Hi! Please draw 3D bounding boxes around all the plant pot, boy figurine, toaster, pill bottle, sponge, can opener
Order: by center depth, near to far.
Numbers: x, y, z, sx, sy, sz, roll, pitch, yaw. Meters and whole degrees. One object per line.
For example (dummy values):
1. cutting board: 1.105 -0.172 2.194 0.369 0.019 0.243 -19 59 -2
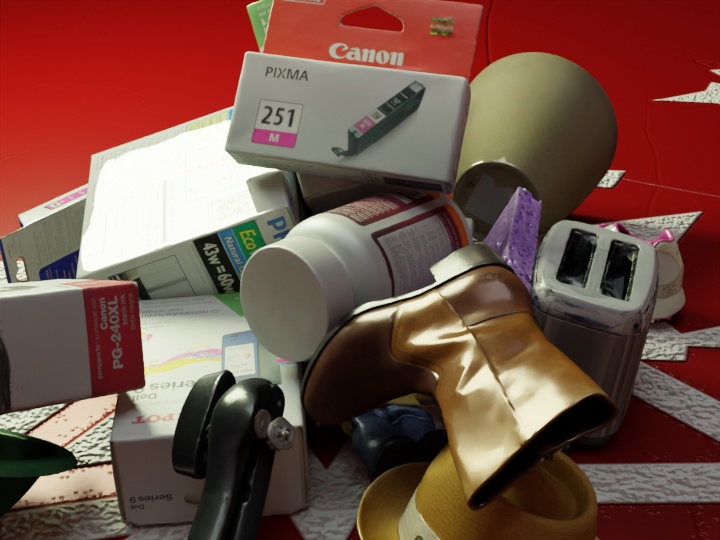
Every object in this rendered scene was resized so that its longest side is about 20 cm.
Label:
1. can opener: -0.090 0.163 0.696 0.078 0.063 0.202 -16 55 37
2. pill bottle: 0.000 0.000 0.854 0.109 0.111 0.199 18 26 33
3. boy figurine: 0.015 0.101 0.860 0.123 0.065 0.200 -2 32 -18
4. toaster: 0.182 0.048 0.864 0.113 0.130 0.200 16 32 13
5. sponge: 0.107 0.017 0.874 0.030 0.112 0.200 31 30 -4
6. plant pot: 0.167 -0.111 1.111 0.185 0.189 0.200 8 31 19

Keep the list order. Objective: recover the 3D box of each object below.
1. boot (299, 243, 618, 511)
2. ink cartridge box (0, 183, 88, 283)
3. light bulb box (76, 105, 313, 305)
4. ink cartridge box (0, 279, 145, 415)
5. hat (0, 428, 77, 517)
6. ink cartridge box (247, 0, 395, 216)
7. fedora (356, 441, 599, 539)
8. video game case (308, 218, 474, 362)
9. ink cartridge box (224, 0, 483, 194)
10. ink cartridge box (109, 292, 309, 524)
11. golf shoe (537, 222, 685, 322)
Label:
1. boot: 0.053 0.090 0.687 0.187 0.069 0.201 -30 33 4
2. ink cartridge box: -0.299 -0.033 1.099 0.037 0.096 0.200 16 34 31
3. light bulb box: -0.147 -0.041 0.988 0.198 0.125 0.199 -18 41 6
4. ink cartridge box: -0.279 0.056 0.753 0.199 0.084 0.145 -6 4 -39
5. hat: -0.319 0.206 0.746 0.198 0.178 0.166 11 -3 -13
6. ink cartridge box: -0.031 -0.147 0.992 0.083 0.202 0.146 -17 -16 3
7. fedora: 0.095 0.160 0.686 0.198 0.083 0.201 13 18 -4
8. video game case: 0.002 0.015 1.007 0.198 0.023 0.183 5 49 12
9. ink cartridge box: -0.003 -0.166 0.895 0.198 0.176 0.044 9 -9 12
10. ink cartridge box: -0.118 0.104 0.846 0.144 0.088 0.201 -4 31 -3
11. golf shoe: 0.221 -0.012 1.026 0.198 0.092 0.075 8 31 22
